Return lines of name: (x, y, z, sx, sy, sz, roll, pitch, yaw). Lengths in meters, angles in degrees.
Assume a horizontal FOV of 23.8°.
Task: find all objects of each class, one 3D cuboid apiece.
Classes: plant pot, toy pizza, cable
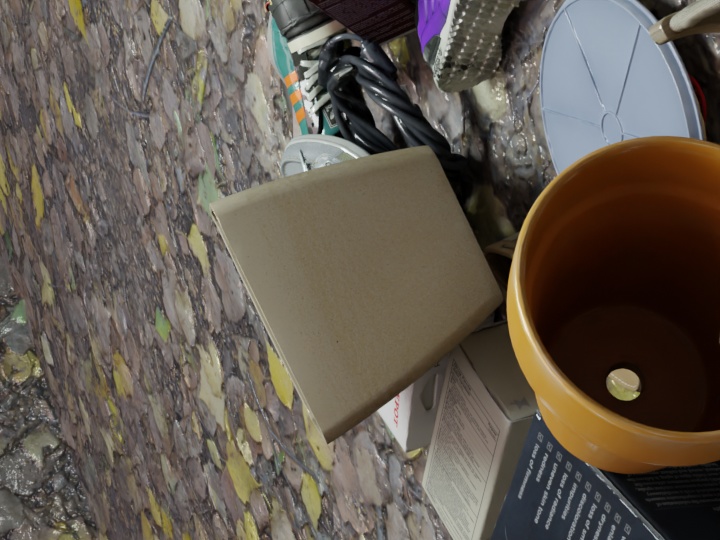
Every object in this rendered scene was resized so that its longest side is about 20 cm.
plant pot: (0.000, 0.000, 1.368, 0.201, 0.176, 0.200, 63, 175, -3)
toy pizza: (0.188, -0.102, 1.198, 0.200, 0.032, 0.201, 50, 148, 47)
plant pot: (0.187, 0.045, 1.103, 0.183, 0.199, 0.201, 95, 152, -65)
cable: (0.029, -0.129, 1.494, 0.163, 0.051, 0.200, 43, 168, 8)

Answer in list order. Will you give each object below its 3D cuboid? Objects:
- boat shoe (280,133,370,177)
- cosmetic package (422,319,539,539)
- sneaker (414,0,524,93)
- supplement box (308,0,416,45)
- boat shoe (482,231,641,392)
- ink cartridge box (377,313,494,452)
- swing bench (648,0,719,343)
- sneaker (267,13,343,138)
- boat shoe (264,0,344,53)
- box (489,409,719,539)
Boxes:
boat shoe: (-0.004, -0.059, 1.526, 0.202, 0.065, 0.075, 33, 148, 31)
cosmetic package: (0.122, 0.144, 1.436, 0.201, 0.087, 0.104, 99, 149, -47)
sneaker: (0.079, -0.231, 1.324, 0.200, 0.069, 0.100, 115, 137, -57)
supplement box: (-0.009, -0.259, 1.390, 0.109, 0.061, 0.200, 70, -165, 10)
boat shoe: (0.162, 0.035, 1.302, 0.200, 0.064, 0.072, 47, 145, 50)
ink cartridge box: (0.037, 0.044, 1.579, 0.200, 0.082, 0.147, 54, 150, 42)
swing bench: (0.272, -0.076, 0.897, 0.199, 0.129, 0.201, 156, 104, -68)
sneaker: (-0.034, -0.169, 1.640, 0.080, 0.071, 0.201, 36, 144, 55)
boat shoe: (-0.036, -0.235, 1.512, 0.063, 0.073, 0.201, 64, -168, -5)
box: (0.193, 0.230, 1.217, 0.197, 0.123, 0.201, 49, 130, 49)
